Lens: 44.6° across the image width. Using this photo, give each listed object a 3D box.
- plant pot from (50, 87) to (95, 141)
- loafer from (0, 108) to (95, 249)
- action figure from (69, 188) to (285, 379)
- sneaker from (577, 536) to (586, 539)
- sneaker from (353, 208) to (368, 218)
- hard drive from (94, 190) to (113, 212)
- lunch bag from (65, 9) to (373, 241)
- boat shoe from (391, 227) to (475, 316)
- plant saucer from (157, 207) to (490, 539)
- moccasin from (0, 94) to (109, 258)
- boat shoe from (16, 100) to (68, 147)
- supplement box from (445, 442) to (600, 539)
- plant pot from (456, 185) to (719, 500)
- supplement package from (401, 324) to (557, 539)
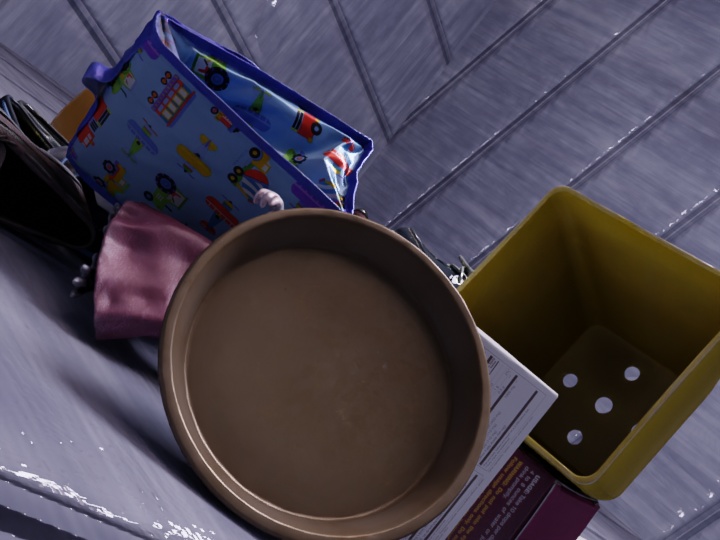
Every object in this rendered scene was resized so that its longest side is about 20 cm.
[{"bbox_3d":[-0.240,-0.126,1.047,0.183,0.200,0.200,54,1,0],"label":"plant pot"},{"bbox_3d":[-0.260,-0.071,0.620,0.063,0.072,0.200,45,3,30],"label":"loafer"},{"bbox_3d":[-0.087,0.028,0.597,0.200,0.134,0.149,16,-22,-8],"label":"action figure"},{"bbox_3d":[0.226,0.309,0.899,0.200,0.075,0.088,32,11,26],"label":"sneaker"},{"bbox_3d":[0.000,0.000,0.841,0.200,0.116,0.076,22,-8,26],"label":"sneaker"},{"bbox_3d":[-0.156,-0.047,0.797,0.200,0.027,0.132,37,14,-38],"label":"hard drive"},{"bbox_3d":[-0.118,-0.083,0.649,0.200,0.151,0.094,34,43,-19],"label":"lunch bag"},{"bbox_3d":[0.090,0.027,0.831,0.200,0.062,0.075,55,13,-32],"label":"boat shoe"},{"bbox_3d":[-0.018,0.059,0.506,0.200,0.200,0.029,38,-32,-3],"label":"plant saucer"},{"bbox_3d":[-0.269,-0.083,0.763,0.200,0.068,0.080,40,1,9],"label":"moccasin"},{"bbox_3d":[-0.286,-0.098,0.906,0.199,0.068,0.074,38,1,3],"label":"boat shoe"},{"bbox_3d":[0.088,0.172,0.769,0.200,0.103,0.131,37,0,37],"label":"supplement box"},{"bbox_3d":[0.201,0.083,0.770,0.200,0.200,0.176,38,-10,38],"label":"plant pot"},{"bbox_3d":[0.015,0.084,0.666,0.111,0.156,0.200,37,2,-36],"label":"supplement package"}]
